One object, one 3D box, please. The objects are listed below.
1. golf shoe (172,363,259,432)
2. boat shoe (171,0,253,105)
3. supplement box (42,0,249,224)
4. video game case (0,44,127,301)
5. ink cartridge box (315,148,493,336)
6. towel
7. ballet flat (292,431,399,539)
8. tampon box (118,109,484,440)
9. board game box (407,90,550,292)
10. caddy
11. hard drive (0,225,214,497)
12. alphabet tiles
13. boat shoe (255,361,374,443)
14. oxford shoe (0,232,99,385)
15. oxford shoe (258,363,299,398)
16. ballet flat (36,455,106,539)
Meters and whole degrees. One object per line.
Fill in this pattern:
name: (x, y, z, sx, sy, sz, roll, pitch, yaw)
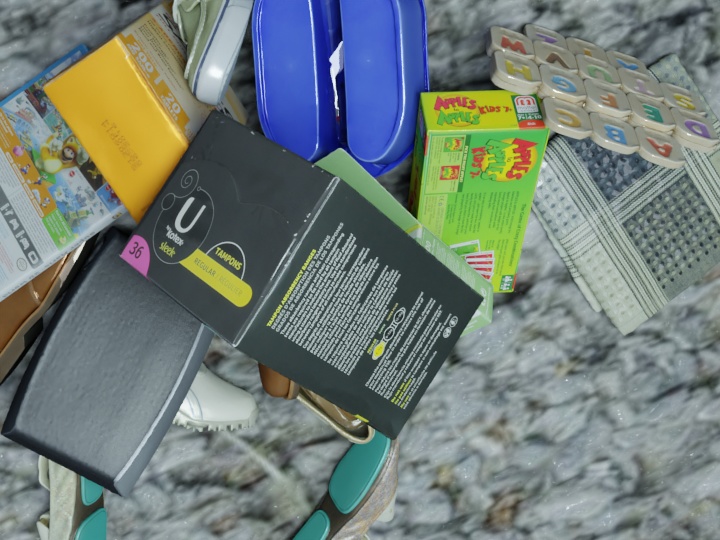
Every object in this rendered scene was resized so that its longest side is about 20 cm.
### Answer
golf shoe: (-0.175, 0.080, 1.025, 0.197, 0.078, 0.099, 21, 96, -13)
boat shoe: (-0.119, -0.210, 0.905, 0.061, 0.202, 0.072, 15, 137, -11)
supplement box: (-0.160, -0.132, 0.900, 0.073, 0.201, 0.127, -30, 108, 12)
video game case: (-0.279, -0.077, 0.964, 0.199, 0.018, 0.144, -34, 77, 3)
ink cartridge box: (0.000, 0.000, 0.981, 0.144, 0.049, 0.199, -27, 127, 37)
towel: (0.265, -0.068, 1.064, 0.191, 0.035, 0.201, -36, 104, 0)
ballet flat: (-0.008, 0.236, 1.097, 0.067, 0.068, 0.201, 27, 106, -32)
tampon box: (-0.039, 0.007, 0.810, 0.127, 0.149, 0.199, -57, 137, -3)
board game box: (0.094, -0.062, 0.978, 0.100, 0.048, 0.202, -3, 139, -6)
caddy: (-0.014, -0.175, 0.960, 0.139, 0.105, 0.204, 0, 100, 14)
hard drive: (-0.207, 0.075, 0.971, 0.133, 0.042, 0.202, 28, 78, -6)
alphabet tiles: (0.199, -0.152, 0.945, 0.197, 0.197, 0.015, 16, 124, -8)
boat shoe: (-0.052, 0.075, 1.041, 0.073, 0.063, 0.200, -43, 105, 6)
oxford shoe: (-0.289, 0.005, 0.994, 0.071, 0.071, 0.201, 37, 97, -6)
oxford shoe: (-0.100, 0.019, 0.952, 0.070, 0.071, 0.203, -20, 105, -19)
ballet flat: (-0.271, 0.217, 1.063, 0.061, 0.067, 0.204, 11, 101, 19)
